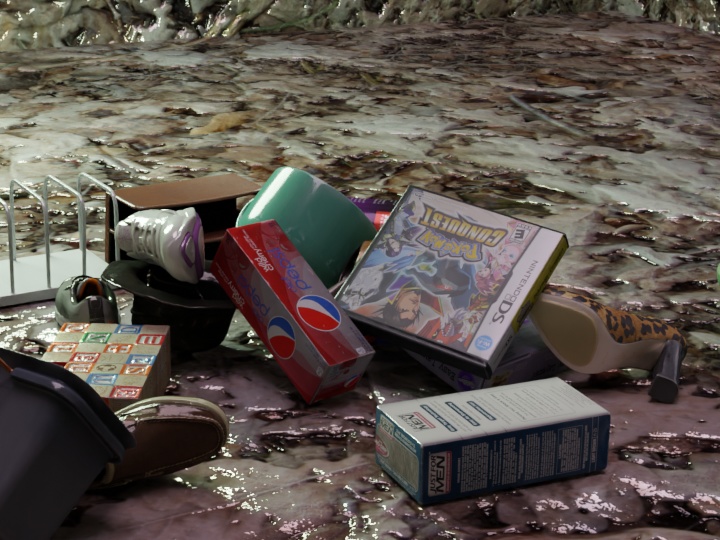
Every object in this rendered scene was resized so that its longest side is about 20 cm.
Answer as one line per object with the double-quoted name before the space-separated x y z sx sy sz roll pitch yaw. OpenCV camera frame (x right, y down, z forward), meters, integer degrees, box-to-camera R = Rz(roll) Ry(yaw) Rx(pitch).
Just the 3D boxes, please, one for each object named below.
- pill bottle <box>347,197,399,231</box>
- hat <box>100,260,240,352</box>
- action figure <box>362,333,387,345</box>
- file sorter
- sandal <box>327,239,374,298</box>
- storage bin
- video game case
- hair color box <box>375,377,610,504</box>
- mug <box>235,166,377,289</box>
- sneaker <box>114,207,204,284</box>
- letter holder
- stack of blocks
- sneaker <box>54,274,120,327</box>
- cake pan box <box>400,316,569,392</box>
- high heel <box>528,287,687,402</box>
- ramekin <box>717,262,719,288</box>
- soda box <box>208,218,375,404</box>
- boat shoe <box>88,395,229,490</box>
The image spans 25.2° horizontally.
"pill bottle" 0.003 -0.033 1.994 0.198 0.114 0.113 4 18 11
"hat" -0.192 0.045 1.781 0.198 0.082 0.201 8 12 -2
"action figure" 0.014 0.067 1.797 0.198 0.052 0.065 -9 25 -22
"file sorter" -0.406 -0.042 1.978 0.198 0.126 0.138 -9 21 -30
"sandal" 0.000 0.000 1.788 0.199 0.055 0.082 -26 -9 -19
"storage bin" -0.313 0.145 1.341 0.198 0.146 0.135 12 59 33
"video game case" 0.092 0.007 1.693 0.199 0.026 0.181 19 62 29
"hair color box" 0.122 0.156 1.495 0.198 0.061 0.100 -6 19 -23
"mug" -0.074 -0.025 1.874 0.152 0.115 0.185 37 -17 -6
"sneaker" -0.219 -0.026 1.758 0.098 0.076 0.200 -2 6 -8
"letter holder" -0.204 -0.048 2.046 0.199 0.102 0.142 -11 23 -38
"stack of blocks" -0.260 0.114 1.605 0.114 0.059 0.200 1 18 1
"sneaker" -0.303 0.037 1.814 0.073 0.080 0.200 -6 18 -17
"cake pan box" 0.132 0.056 1.755 0.199 0.053 0.184 -17 43 -43
"high heel" 0.259 0.057 1.728 0.199 0.072 0.143 32 26 0
"ramekin" 0.492 0.051 1.786 0.197 0.099 0.200 1 17 0
"soda box" -0.074 0.041 1.687 0.070 0.064 0.200 -14 55 -40
"boat shoe" -0.216 0.166 1.437 0.200 0.075 0.075 -11 20 2
